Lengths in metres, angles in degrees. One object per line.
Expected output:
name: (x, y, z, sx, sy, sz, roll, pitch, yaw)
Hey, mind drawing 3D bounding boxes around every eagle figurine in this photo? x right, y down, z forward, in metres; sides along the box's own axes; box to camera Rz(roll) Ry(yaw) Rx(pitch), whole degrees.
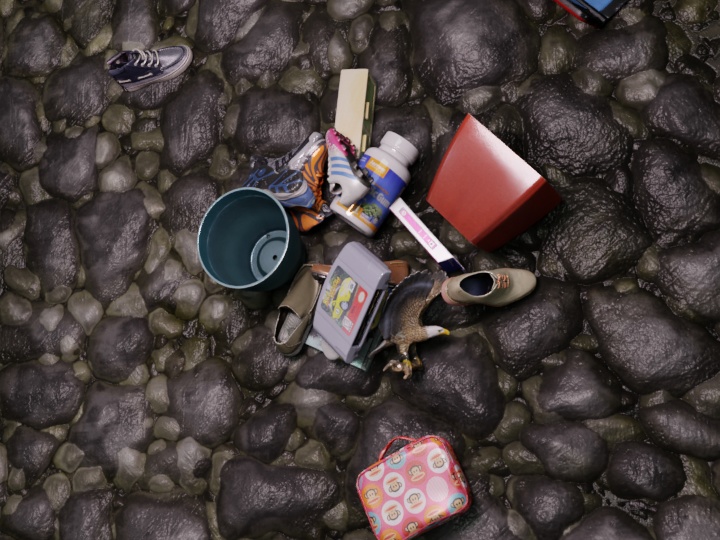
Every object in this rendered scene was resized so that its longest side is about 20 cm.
eagle figurine: (0.101, 0.096, 1.558, 0.149, 0.151, 0.204, 0, 93, -23)

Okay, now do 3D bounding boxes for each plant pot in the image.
plant pot: (-0.203, -0.044, 1.654, 0.197, 0.188, 0.203, -4, 76, 17)
plant pot: (0.245, -0.149, 1.553, 0.200, 0.199, 0.177, 45, 102, 21)

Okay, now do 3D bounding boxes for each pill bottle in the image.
pill bottle: (0.034, -0.180, 1.657, 0.111, 0.112, 0.201, 33, 88, 21)

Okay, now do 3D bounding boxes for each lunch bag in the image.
lunch bag: (0.094, 0.401, 1.514, 0.198, 0.082, 0.178, -28, 70, 9)

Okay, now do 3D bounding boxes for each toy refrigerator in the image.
toy refrigerator: (-0.010, -0.321, 1.724, 0.069, 0.076, 0.203, 3, 77, 17)

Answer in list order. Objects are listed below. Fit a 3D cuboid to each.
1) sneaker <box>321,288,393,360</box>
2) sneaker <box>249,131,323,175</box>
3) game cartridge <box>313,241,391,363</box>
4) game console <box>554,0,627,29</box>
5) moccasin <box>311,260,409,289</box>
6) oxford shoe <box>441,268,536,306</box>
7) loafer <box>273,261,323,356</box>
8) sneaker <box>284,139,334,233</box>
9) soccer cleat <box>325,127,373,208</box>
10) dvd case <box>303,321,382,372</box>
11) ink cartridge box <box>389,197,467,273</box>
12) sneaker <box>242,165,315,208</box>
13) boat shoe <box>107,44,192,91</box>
sneaker: (0.007, 0.105, 1.600, 0.200, 0.104, 0.076, -49, 61, 33)
sneaker: (-0.172, -0.235, 1.751, 0.113, 0.075, 0.201, 37, 92, 19)
game cartridge: (-0.022, 0.056, 1.531, 0.133, 0.040, 0.202, 42, 117, 44)
game console: (0.440, -0.600, 1.639, 0.200, 0.171, 0.119, 46, 119, 21)
moccasin: (0.000, -0.001, 1.627, 0.198, 0.074, 0.079, 0, 70, 2)
oxford shoe: (0.255, 0.031, 1.523, 0.197, 0.074, 0.072, -10, 82, -20)
loafer: (-0.124, 0.076, 1.643, 0.074, 0.070, 0.203, 15, 81, 20)
sneaker: (-0.090, -0.169, 1.703, 0.111, 0.077, 0.202, 36, 115, 15)
soccer cleat: (-0.042, -0.207, 1.609, 0.086, 0.069, 0.201, -45, 43, 19)
dvd case: (-0.045, 0.103, 1.660, 0.198, 0.022, 0.148, 23, 84, 20)
ink cartridge box: (0.140, -0.054, 1.603, 0.037, 0.095, 0.200, -43, 69, 3)
sneaker: (-0.171, -0.164, 1.658, 0.199, 0.077, 0.076, 19, 70, 47)
boat shoe: (-0.500, -0.491, 1.903, 0.198, 0.093, 0.076, -23, 71, 10)
